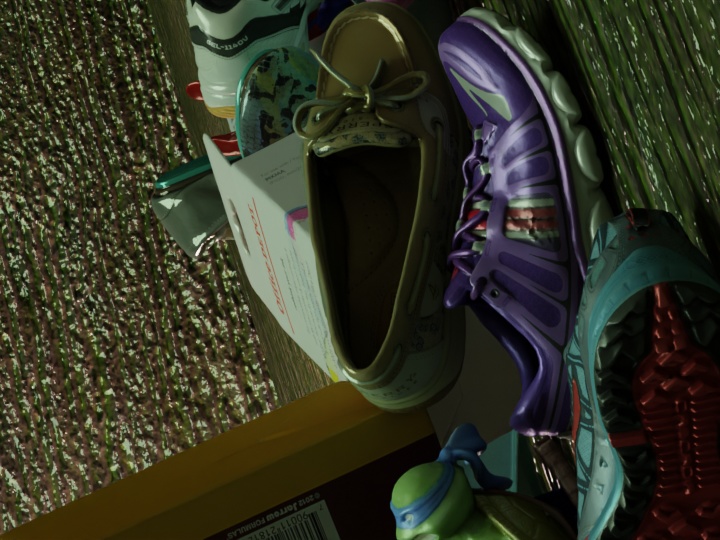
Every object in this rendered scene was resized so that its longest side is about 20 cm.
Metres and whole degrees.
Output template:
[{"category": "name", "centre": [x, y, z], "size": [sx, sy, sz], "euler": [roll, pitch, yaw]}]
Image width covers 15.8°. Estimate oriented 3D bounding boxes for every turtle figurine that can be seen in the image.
[{"category": "turtle figurine", "centre": [0.067, 0.188, 1.132], "size": [0.144, 0.194, 0.200], "euler": [-37, 26, 45]}]

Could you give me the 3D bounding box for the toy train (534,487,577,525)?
[{"category": "toy train", "centre": [0.126, 0.220, 1.333], "size": [0.116, 0.085, 0.200], "euler": [62, -172, -68]}]

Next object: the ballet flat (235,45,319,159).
[{"category": "ballet flat", "centre": [-0.021, -0.043, 1.429], "size": [0.200, 0.074, 0.074], "euler": [78, 172, -54]}]

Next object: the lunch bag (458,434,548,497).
[{"category": "lunch bag", "centre": [0.052, 0.207, 1.482], "size": [0.122, 0.170, 0.200], "euler": [70, -179, -70]}]

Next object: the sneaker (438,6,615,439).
[{"category": "sneaker", "centre": [0.069, -0.021, 1.161], "size": [0.081, 0.083, 0.200], "euler": [111, 143, -79]}]

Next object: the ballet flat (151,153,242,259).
[{"category": "ballet flat", "centre": [-0.031, -0.066, 1.527], "size": [0.064, 0.200, 0.067], "euler": [60, -158, -8]}]

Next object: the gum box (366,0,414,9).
[{"category": "gum box", "centre": [-0.031, -0.213, 1.230], "size": [0.200, 0.066, 0.114], "euler": [37, 165, 11]}]

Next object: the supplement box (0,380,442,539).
[{"category": "supplement box", "centre": [-0.038, 0.185, 1.249], "size": [0.200, 0.197, 0.133], "euler": [68, 164, -7]}]

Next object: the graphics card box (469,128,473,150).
[{"category": "graphics card box", "centre": [0.044, -0.028, 1.405], "size": [0.200, 0.051, 0.126], "euler": [-125, 15, -49]}]

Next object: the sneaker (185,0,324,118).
[{"category": "sneaker", "centre": [-0.056, -0.178, 1.459], "size": [0.200, 0.076, 0.088], "euler": [-89, -13, -46]}]

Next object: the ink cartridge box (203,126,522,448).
[{"category": "ink cartridge box", "centre": [0.000, 0.000, 1.331], "size": [0.200, 0.067, 0.117], "euler": [43, 155, 47]}]

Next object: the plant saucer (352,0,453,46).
[{"category": "plant saucer", "centre": [-0.005, -0.179, 1.375], "size": [0.201, 0.039, 0.201], "euler": [48, -172, -9]}]

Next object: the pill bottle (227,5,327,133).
[{"category": "pill bottle", "centre": [-0.019, -0.080, 1.613], "size": [0.113, 0.113, 0.200], "euler": [94, 158, -72]}]

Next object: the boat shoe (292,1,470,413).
[{"category": "boat shoe", "centre": [0.010, -0.037, 1.195], "size": [0.063, 0.073, 0.200], "euler": [34, -135, -62]}]

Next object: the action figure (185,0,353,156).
[{"category": "action figure", "centre": [-0.044, -0.152, 1.537], "size": [0.200, 0.052, 0.065], "euler": [-57, -42, -38]}]

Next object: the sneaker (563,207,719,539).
[{"category": "sneaker", "centre": [0.122, 0.060, 1.043], "size": [0.096, 0.079, 0.200], "euler": [-100, 7, -52]}]

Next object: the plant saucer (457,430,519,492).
[{"category": "plant saucer", "centre": [0.056, 0.124, 1.440], "size": [0.019, 0.070, 0.200], "euler": [54, -145, -62]}]
